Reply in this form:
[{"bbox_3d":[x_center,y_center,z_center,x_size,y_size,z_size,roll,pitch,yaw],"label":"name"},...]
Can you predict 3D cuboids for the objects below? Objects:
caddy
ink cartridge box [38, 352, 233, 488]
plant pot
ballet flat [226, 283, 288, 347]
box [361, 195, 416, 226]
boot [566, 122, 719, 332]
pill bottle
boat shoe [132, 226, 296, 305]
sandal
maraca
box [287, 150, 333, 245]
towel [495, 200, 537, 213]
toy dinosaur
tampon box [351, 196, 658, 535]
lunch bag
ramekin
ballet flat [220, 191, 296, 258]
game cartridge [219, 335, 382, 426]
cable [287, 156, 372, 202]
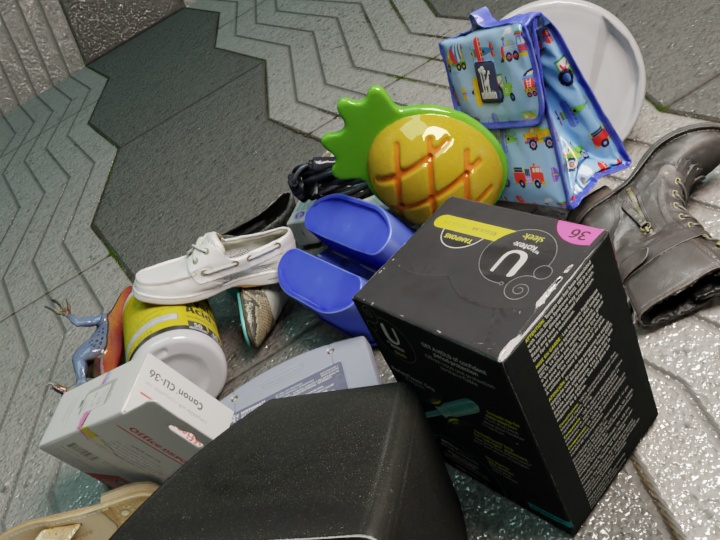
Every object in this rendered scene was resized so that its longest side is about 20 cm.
[{"bbox_3d":[0.000,0.000,0.809,0.199,0.105,0.143,24,82,50],"label":"caddy"},{"bbox_3d":[-0.209,0.152,0.705,0.198,0.116,0.068,-23,38,36],"label":"ink cartridge box"},{"bbox_3d":[-0.019,0.195,0.512,0.197,0.202,0.178,-12,25,24],"label":"plant pot"},{"bbox_3d":[-0.133,0.024,0.914,0.074,0.069,0.200,-19,30,-13],"label":"ballet flat"},{"bbox_3d":[0.034,-0.072,0.890,0.198,0.041,0.039,-19,42,39],"label":"box"},{"bbox_3d":[0.305,-0.040,0.676,0.199,0.069,0.175,-37,34,8],"label":"boot"},{"bbox_3d":[-0.231,0.074,0.872,0.110,0.112,0.200,-31,35,-3],"label":"pill bottle"},{"bbox_3d":[-0.172,-0.014,0.844,0.197,0.070,0.071,-13,34,-17],"label":"boat shoe"},{"bbox_3d":[-0.282,0.277,0.682,0.209,0.078,0.070,-26,28,-3],"label":"sandal"},{"bbox_3d":[0.058,-0.115,0.748,0.108,0.198,0.138,-81,17,-53],"label":"maraca"},{"bbox_3d":[-0.049,-0.119,1.035,0.038,0.042,0.201,-8,39,28],"label":"box"},{"bbox_3d":[0.128,-0.100,0.903,0.131,0.035,0.201,-27,35,7],"label":"towel"},{"bbox_3d":[-0.316,0.099,0.924,0.197,0.106,0.183,12,54,26],"label":"toy dinosaur"},{"bbox_3d":[0.115,0.068,0.550,0.126,0.201,0.149,-44,38,-22],"label":"tampon box"},{"bbox_3d":[0.165,-0.176,0.741,0.094,0.202,0.150,-35,21,-16],"label":"lunch bag"},{"bbox_3d":[0.229,-0.223,0.852,0.200,0.205,0.095,-13,25,22],"label":"ramekin"},{"bbox_3d":[-0.153,-0.057,0.970,0.066,0.058,0.200,11,26,25],"label":"ballet flat"},{"bbox_3d":[-0.069,0.147,0.730,0.198,0.041,0.134,-26,38,5],"label":"game cartridge"},{"bbox_3d":[-0.007,-0.119,0.898,0.160,0.052,0.200,-11,-1,2],"label":"cable"}]
